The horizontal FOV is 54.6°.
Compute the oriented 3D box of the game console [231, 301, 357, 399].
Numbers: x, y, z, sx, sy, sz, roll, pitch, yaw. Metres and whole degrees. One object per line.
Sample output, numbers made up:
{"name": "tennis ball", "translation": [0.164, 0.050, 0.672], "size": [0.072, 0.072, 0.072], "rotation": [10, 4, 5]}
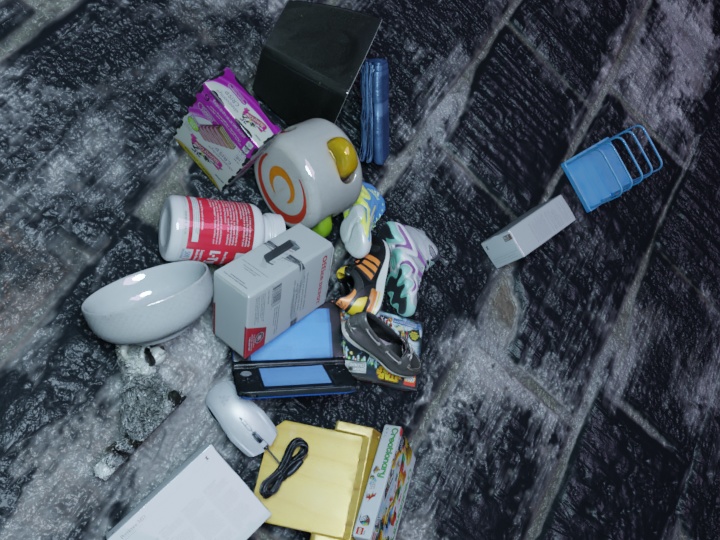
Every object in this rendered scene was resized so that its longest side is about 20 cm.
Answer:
{"name": "game console", "translation": [-0.116, 0.132, 1.191], "size": [0.200, 0.171, 0.119], "rotation": [-1, 102, -15]}

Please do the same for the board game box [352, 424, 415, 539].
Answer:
{"name": "board game box", "translation": [0.045, 0.386, 1.203], "size": [0.126, 0.035, 0.200], "rotation": [67, 34, -47]}

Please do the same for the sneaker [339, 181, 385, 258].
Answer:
{"name": "sneaker", "translation": [0.014, -0.107, 1.356], "size": [0.105, 0.076, 0.200], "rotation": [11, 53, -34]}

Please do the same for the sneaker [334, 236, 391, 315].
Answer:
{"name": "sneaker", "translation": [0.000, 0.000, 1.316], "size": [0.090, 0.070, 0.200], "rotation": [24, 47, -19]}

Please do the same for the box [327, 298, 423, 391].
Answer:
{"name": "box", "translation": [0.022, 0.144, 1.327], "size": [0.200, 0.040, 0.137], "rotation": [16, 69, -24]}

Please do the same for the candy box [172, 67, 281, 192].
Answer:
{"name": "candy box", "translation": [-0.235, -0.235, 1.200], "size": [0.136, 0.200, 0.061], "rotation": [49, 59, -6]}

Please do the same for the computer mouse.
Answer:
{"name": "computer mouse", "translation": [-0.181, 0.267, 1.151], "size": [0.110, 0.044, 0.200], "rotation": [-43, 85, -12]}

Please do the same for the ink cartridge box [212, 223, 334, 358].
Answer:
{"name": "ink cartridge box", "translation": [-0.146, 0.030, 1.173], "size": [0.084, 0.144, 0.200], "rotation": [34, 45, 24]}

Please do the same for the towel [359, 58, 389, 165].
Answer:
{"name": "towel", "translation": [0.028, -0.317, 1.392], "size": [0.112, 0.048, 0.200], "rotation": [-57, 148, -67]}

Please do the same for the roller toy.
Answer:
{"name": "roller toy", "translation": [-0.091, -0.180, 1.271], "size": [0.140, 0.200, 0.182], "rotation": [-31, 59, -33]}

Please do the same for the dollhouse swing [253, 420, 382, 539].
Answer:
{"name": "dollhouse swing", "translation": [-0.062, 0.373, 1.219], "size": [0.182, 0.175, 0.200], "rotation": [51, 46, -57]}

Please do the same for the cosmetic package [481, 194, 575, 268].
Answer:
{"name": "cosmetic package", "translation": [0.375, -0.087, 1.554], "size": [0.200, 0.102, 0.074], "rotation": [-33, 92, -31]}

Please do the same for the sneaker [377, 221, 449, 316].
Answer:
{"name": "sneaker", "translation": [0.120, -0.004, 1.396], "size": [0.140, 0.078, 0.200], "rotation": [3, 68, -30]}

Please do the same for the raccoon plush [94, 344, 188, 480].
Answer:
{"name": "raccoon plush", "translation": [-0.366, 0.201, 1.071], "size": [0.134, 0.097, 0.200], "rotation": [44, 60, -2]}

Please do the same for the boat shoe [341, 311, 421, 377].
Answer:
{"name": "boat shoe", "translation": [0.053, 0.136, 1.262], "size": [0.200, 0.057, 0.067], "rotation": [34, 36, -32]}

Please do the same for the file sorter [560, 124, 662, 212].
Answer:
{"name": "file sorter", "translation": [0.628, -0.259, 1.730], "size": [0.200, 0.123, 0.139], "rotation": [-30, 91, -31]}

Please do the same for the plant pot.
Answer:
{"name": "plant pot", "translation": [-0.095, -0.390, 1.338], "size": [0.177, 0.200, 0.200], "rotation": [24, 65, -7]}

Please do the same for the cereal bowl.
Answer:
{"name": "cereal bowl", "translation": [-0.320, 0.060, 1.082], "size": [0.200, 0.200, 0.083], "rotation": [-26, 111, -32]}

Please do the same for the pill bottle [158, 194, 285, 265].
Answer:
{"name": "pill bottle", "translation": [-0.236, -0.065, 1.201], "size": [0.200, 0.112, 0.112], "rotation": [4, 74, -28]}

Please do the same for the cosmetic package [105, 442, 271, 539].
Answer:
{"name": "cosmetic package", "translation": [-0.263, 0.392, 1.078], "size": [0.200, 0.052, 0.151], "rotation": [-41, 99, -23]}
